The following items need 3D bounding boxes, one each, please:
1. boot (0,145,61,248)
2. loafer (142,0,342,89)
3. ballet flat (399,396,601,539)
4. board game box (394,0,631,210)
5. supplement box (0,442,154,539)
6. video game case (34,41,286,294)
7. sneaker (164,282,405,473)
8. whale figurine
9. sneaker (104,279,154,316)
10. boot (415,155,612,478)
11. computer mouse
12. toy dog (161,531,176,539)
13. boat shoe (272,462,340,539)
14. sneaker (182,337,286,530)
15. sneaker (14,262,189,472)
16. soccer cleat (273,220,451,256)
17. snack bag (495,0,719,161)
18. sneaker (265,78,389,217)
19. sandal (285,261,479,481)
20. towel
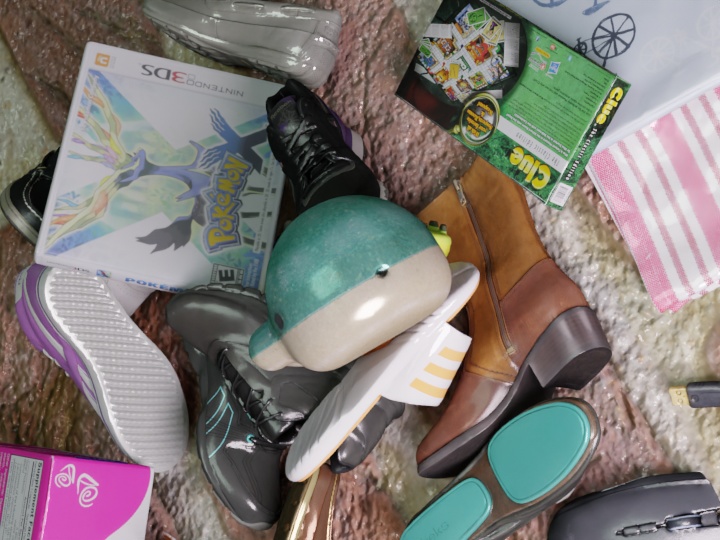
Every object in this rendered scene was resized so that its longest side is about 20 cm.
[{"bbox_3d":[-0.212,-0.097,1.570,0.073,0.204,0.154,45,105,-5],"label":"boot"},{"bbox_3d":[-0.097,-0.207,1.580,0.199,0.070,0.070,21,83,31],"label":"loafer"},{"bbox_3d":[0.109,0.154,1.364,0.200,0.068,0.068,-41,61,30],"label":"ballet flat"},{"bbox_3d":[0.108,-0.134,1.405,0.200,0.023,0.105,42,105,45],"label":"board game box"},{"bbox_3d":[-0.269,0.198,1.570,0.199,0.101,0.104,3,83,50],"label":"supplement box"},{"bbox_3d":[-0.150,-0.078,1.512,0.181,0.022,0.201,12,63,-6],"label":"video game case"},{"bbox_3d":[-0.067,0.081,1.442,0.199,0.076,0.091,28,60,8],"label":"sneaker"},{"bbox_3d":[-0.018,0.011,1.336,0.158,0.200,0.104,-29,87,-18],"label":"whale figurine"},{"bbox_3d":[-0.160,-0.024,1.580,0.200,0.075,0.100,-53,57,16],"label":"sneaker"},{"bbox_3d":[0.077,0.033,1.416,0.188,0.068,0.201,-50,51,32],"label":"boot"},{"bbox_3d":[0.207,0.150,1.314,0.199,0.046,0.142,-11,77,33],"label":"computer mouse"},{"bbox_3d":[-0.139,0.269,1.452,0.200,0.096,0.133,-10,70,65],"label":"toy dog"},{"bbox_3d":[-0.040,0.246,1.459,0.067,0.072,0.202,11,92,-8],"label":"boat shoe"},{"bbox_3d":[-0.089,0.105,1.509,0.079,0.075,0.202,-23,70,27],"label":"sneaker"},{"bbox_3d":[-0.219,0.076,1.582,0.114,0.072,0.202,-4,117,57],"label":"sneaker"},{"bbox_3d":[0.000,0.000,1.455,0.199,0.064,0.084,-4,78,52],"label":"soccer cleat"},{"bbox_3d":[0.191,-0.184,1.386,0.188,0.021,0.201,-29,57,25],"label":"snack bag"},{"bbox_3d":[-0.040,-0.083,1.439,0.076,0.088,0.200,-38,24,7],"label":"sneaker"},{"bbox_3d":[0.027,0.082,1.380,0.207,0.059,0.079,-50,16,10],"label":"sandal"},{"bbox_3d":[0.260,-0.080,1.330,0.199,0.030,0.147,-35,64,24],"label":"towel"}]
